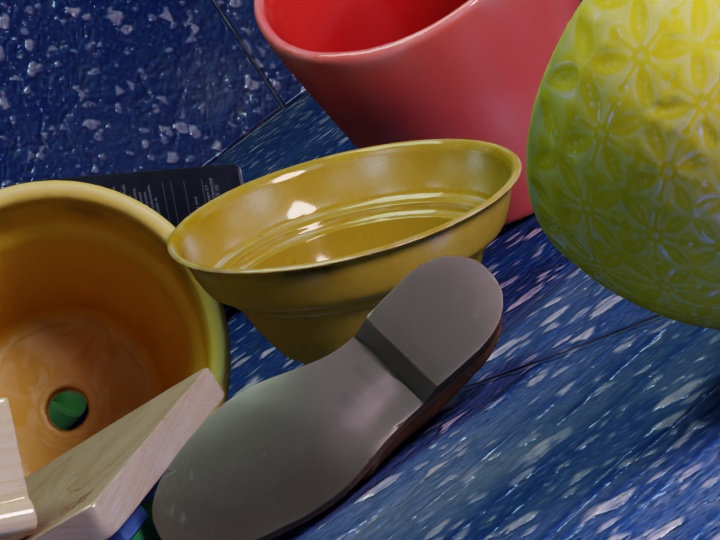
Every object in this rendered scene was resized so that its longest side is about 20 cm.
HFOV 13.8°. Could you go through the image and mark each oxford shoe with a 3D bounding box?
[{"bbox_3d":[-0.010,0.077,1.424,0.199,0.071,0.071,-35,-21,-7],"label":"oxford shoe"}]

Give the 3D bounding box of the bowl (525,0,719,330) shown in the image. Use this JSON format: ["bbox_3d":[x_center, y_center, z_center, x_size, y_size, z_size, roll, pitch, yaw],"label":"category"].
[{"bbox_3d":[0.171,-0.046,1.088,0.200,0.201,0.108,-35,50,-7],"label":"bowl"}]

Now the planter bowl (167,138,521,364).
[{"bbox_3d":[0.000,0.000,1.631,0.199,0.084,0.201,-13,18,4],"label":"planter bowl"}]

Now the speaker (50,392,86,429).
[{"bbox_3d":[-0.308,0.126,2.278,0.199,0.089,0.088,-31,7,22],"label":"speaker"}]

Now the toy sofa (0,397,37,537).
[{"bbox_3d":[-0.227,0.124,1.451,0.082,0.098,0.200,-10,-4,-25],"label":"toy sofa"}]

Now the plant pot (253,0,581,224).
[{"bbox_3d":[0.056,-0.134,1.825,0.199,0.178,0.201,-19,38,15],"label":"plant pot"}]

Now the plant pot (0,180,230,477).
[{"bbox_3d":[-0.174,0.066,1.730,0.200,0.201,0.189,-35,-9,-9],"label":"plant pot"}]

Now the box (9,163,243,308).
[{"bbox_3d":[-0.203,-0.008,2.313,0.199,0.108,0.148,-7,-9,-34],"label":"box"}]

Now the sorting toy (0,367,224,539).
[{"bbox_3d":[-0.161,0.154,1.490,0.198,0.070,0.200,-32,8,20],"label":"sorting toy"}]
